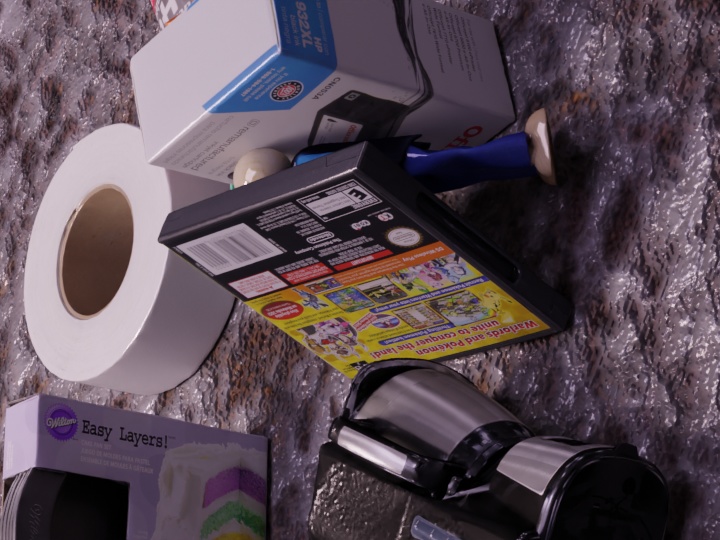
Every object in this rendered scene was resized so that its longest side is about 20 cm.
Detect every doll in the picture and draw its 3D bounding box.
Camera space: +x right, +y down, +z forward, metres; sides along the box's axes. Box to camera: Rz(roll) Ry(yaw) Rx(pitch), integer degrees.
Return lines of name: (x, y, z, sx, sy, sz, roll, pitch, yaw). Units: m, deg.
doll: (0.020, -0.062, 1.345, 0.199, 0.136, 0.049, -7, 84, 7)

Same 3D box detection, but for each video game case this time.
video game case: (0.000, 0.000, 1.346, 0.200, 0.181, 0.026, -17, 44, 47)

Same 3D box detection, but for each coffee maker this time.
coffee maker: (0.072, 0.167, 1.264, 0.200, 0.134, 0.193, 25, 121, 53)

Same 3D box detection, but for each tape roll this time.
tape roll: (-0.175, -0.009, 1.653, 0.202, 0.071, 0.203, -20, 64, 47)

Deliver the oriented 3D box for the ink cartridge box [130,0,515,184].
ink cartridge box: (-0.023, -0.115, 1.393, 0.145, 0.200, 0.084, -36, 55, 39)

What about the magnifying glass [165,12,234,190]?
magnifying glass: (-0.075, -0.087, 1.487, 0.079, 0.022, 0.200, -21, 105, 27)

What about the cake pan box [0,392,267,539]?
cake pan box: (-0.155, 0.188, 1.462, 0.052, 0.200, 0.185, -25, 58, 48)

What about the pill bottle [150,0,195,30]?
pill bottle: (-0.094, -0.194, 1.578, 0.111, 0.110, 0.200, -48, 46, 31)
